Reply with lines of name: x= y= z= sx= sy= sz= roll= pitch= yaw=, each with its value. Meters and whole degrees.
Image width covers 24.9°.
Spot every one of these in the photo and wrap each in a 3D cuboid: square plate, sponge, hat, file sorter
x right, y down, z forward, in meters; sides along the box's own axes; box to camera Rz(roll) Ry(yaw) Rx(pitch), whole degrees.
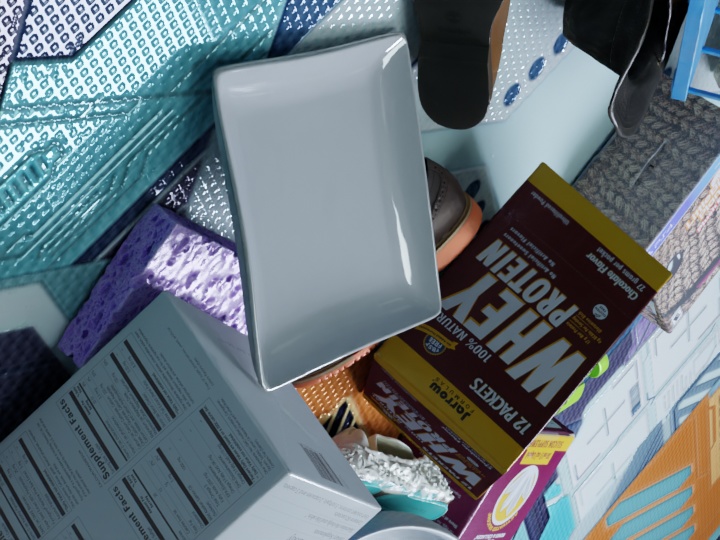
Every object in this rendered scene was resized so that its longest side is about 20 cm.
square plate: x=-0.022 y=-0.044 z=1.067 sx=0.197 sy=0.028 sz=0.203 roll=-21 pitch=107 yaw=-50
sponge: x=-0.111 y=0.031 z=1.095 sx=0.112 sy=0.030 sz=0.200 roll=-56 pitch=152 yaw=3
hat: x=0.205 y=-0.211 z=1.262 sx=0.202 sy=0.080 sz=0.202 roll=90 pitch=26 yaw=-54
file sorter: x=0.339 y=-0.242 z=1.309 sx=0.139 sy=0.121 sz=0.201 roll=86 pitch=24 yaw=-56

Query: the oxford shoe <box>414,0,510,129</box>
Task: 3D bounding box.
oxford shoe: x=0.074 y=-0.199 z=1.111 sx=0.072 sy=0.070 sz=0.202 roll=-66 pitch=167 yaw=-46

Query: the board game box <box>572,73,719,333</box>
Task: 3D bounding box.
board game box: x=0.287 y=-0.059 z=1.537 sx=0.160 sy=0.097 sz=0.200 roll=-52 pitch=152 yaw=-5

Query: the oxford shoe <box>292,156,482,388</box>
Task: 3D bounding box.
oxford shoe: x=0.000 y=0.000 z=1.214 sx=0.200 sy=0.071 sz=0.073 roll=-48 pitch=125 yaw=-9

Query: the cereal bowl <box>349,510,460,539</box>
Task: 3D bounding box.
cereal bowl: x=0.008 y=0.296 z=1.401 sx=0.198 sy=0.083 sz=0.203 roll=-7 pitch=107 yaw=-24

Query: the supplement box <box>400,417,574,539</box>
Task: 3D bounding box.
supplement box: x=0.090 y=0.205 z=1.516 sx=0.201 sy=0.103 sz=0.130 roll=-60 pitch=152 yaw=11

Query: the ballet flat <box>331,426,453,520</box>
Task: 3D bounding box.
ballet flat: x=0.004 y=0.169 z=1.386 sx=0.199 sy=0.072 sz=0.072 roll=23 pitch=102 yaw=-50

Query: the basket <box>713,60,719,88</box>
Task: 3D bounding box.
basket: x=0.423 y=-0.171 z=1.495 sx=0.124 sy=0.134 sz=0.201 roll=-61 pitch=-163 yaw=26

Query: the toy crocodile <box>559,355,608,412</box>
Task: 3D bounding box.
toy crocodile: x=0.200 y=0.067 z=1.591 sx=0.067 sy=0.062 sz=0.201 roll=-37 pitch=143 yaw=-28

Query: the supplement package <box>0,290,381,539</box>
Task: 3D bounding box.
supplement package: x=-0.125 y=0.149 z=1.033 sx=0.200 sy=0.151 sz=0.152 roll=-42 pitch=153 yaw=6

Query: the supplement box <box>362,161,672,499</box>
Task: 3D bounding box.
supplement box: x=0.117 y=0.055 z=1.299 sx=0.200 sy=0.133 sz=0.197 roll=-48 pitch=173 yaw=-12
